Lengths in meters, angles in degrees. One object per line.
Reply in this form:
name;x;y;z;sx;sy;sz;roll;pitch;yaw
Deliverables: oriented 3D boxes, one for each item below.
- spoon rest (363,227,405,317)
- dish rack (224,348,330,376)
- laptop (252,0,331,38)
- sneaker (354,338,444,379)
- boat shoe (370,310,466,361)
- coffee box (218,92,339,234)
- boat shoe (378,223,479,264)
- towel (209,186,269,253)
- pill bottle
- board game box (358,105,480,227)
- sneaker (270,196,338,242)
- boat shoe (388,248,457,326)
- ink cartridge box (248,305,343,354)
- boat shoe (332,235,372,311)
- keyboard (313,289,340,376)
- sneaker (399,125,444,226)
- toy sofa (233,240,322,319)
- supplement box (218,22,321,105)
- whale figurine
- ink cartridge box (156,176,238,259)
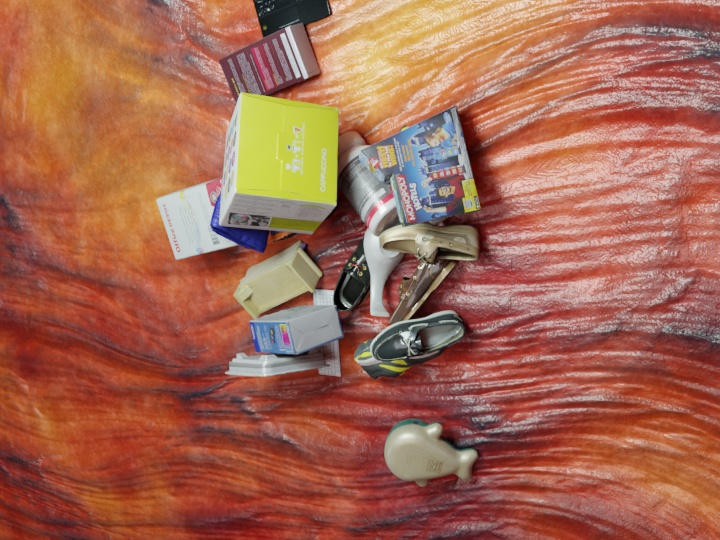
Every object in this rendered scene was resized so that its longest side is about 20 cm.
spoon rest;0.047;-0.010;1.699;0.097;0.061;0.204;6;98;-15
dish rack;-0.183;0.199;1.825;0.170;0.198;0.044;-5;88;48
laptop;-0.177;-0.580;1.643;0.175;0.103;0.204;-10;100;32
sneaker;0.088;0.179;1.757;0.197;0.075;0.085;-9;133;22
boat shoe;0.115;0.136;1.659;0.197;0.060;0.077;-24;112;-3
coffee box;-0.159;-0.201;1.613;0.198;0.196;0.204;141;133;-67
boat shoe;0.132;-0.049;1.602;0.196;0.072;0.066;-1;66;7
towel;-0.239;-0.153;1.740;0.049;0.147;0.204;-2;67;42
pill bottle;0.017;-0.175;1.641;0.111;0.110;0.201;-49;64;32
board game box;0.103;-0.184;1.538;0.196;0.062;0.204;-11;81;-4
sneaker;-0.131;-0.128;1.777;0.198;0.075;0.080;-24;89;31
boat shoe;0.114;0.035;1.687;0.070;0.070;0.201;39;112;6
ink cartridge box;-0.150;0.127;1.804;0.198;0.135;0.078;-1;102;53
boat shoe;0.002;0.002;1.746;0.073;0.063;0.204;35;118;19
keyboard;-0.075;0.141;1.863;0.055;0.011;0.204;6;108;29
sneaker;0.137;-0.193;1.607;0.089;0.078;0.203;-24;94;18
toy sofa;-0.182;0.022;1.857;0.198;0.098;0.083;-26;117;33
supplement box;-0.190;-0.424;1.720;0.197;0.061;0.111;-14;104;32
whale figurine;0.150;0.386;1.774;0.196;0.104;0.162;11;113;0
ink cartridge box;-0.322;-0.126;1.842;0.197;0.144;0.148;-10;102;30
